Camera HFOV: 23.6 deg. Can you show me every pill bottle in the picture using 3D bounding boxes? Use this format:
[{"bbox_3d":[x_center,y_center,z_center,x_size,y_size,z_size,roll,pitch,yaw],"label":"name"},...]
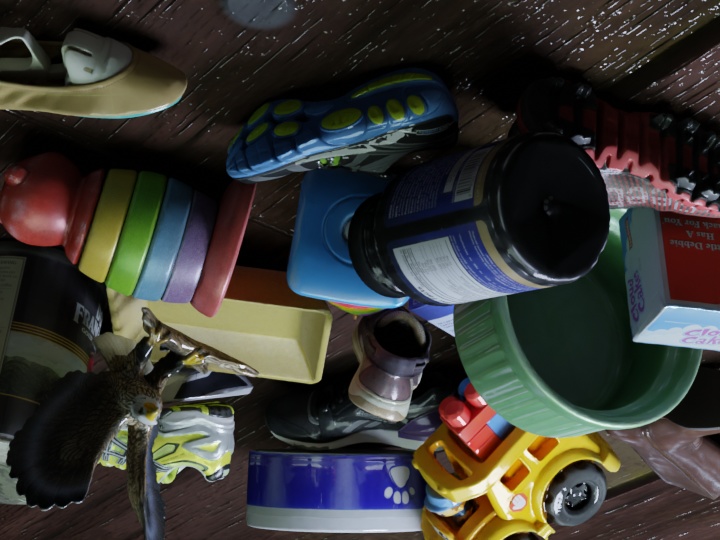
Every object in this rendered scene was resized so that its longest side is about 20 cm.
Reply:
[{"bbox_3d":[0.081,-0.033,1.283,0.112,0.112,0.200,26,159,-30],"label":"pill bottle"}]

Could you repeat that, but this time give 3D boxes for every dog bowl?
[{"bbox_3d":[-0.019,0.227,1.796,0.200,0.079,0.200,1,175,0],"label":"dog bowl"}]

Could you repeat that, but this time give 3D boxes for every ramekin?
[{"bbox_3d":[0.173,0.042,1.413,0.200,0.200,0.098,20,154,-22],"label":"ramekin"}]

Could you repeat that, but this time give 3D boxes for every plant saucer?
[{"bbox_3d":[-0.128,0.041,1.589,0.200,0.049,0.200,7,158,-2],"label":"plant saucer"}]

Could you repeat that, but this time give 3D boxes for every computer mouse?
[{"bbox_3d":[-0.199,0.110,1.699,0.200,0.044,0.110,-4,177,-36],"label":"computer mouse"}]

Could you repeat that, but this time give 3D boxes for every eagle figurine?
[{"bbox_3d":[-0.205,0.137,1.502,0.152,0.200,0.151,24,170,14],"label":"eagle figurine"}]

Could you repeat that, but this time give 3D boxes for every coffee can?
[{"bbox_3d":[-0.321,0.095,1.585,0.146,0.200,0.146,5,150,3],"label":"coffee can"}]

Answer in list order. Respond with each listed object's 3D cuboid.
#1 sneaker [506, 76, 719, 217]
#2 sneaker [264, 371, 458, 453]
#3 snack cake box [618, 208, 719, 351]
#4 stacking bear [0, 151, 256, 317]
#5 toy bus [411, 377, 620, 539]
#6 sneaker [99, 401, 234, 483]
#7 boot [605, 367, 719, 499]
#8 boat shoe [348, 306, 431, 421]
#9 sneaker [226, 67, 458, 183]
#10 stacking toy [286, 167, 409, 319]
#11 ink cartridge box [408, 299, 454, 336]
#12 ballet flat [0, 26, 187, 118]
[{"bbox_3d":[0.198,-0.080,1.318,0.200,0.071,0.098,17,148,-14],"label":"sneaker"},{"bbox_3d":[0.001,0.126,1.726,0.200,0.076,0.088,-1,132,7],"label":"sneaker"},{"bbox_3d":[0.314,0.004,1.373,0.200,0.115,0.067,7,151,-14],"label":"snack cake box"},{"bbox_3d":[-0.202,-0.040,1.432,0.200,0.114,0.121,17,148,-9],"label":"stacking bear"},{"bbox_3d":[0.120,0.189,1.662,0.200,0.136,0.192,-47,129,-1],"label":"toy bus"},{"bbox_3d":[-0.216,0.170,1.660,0.200,0.077,0.075,-5,180,23],"label":"sneaker"},{"bbox_3d":[0.351,0.172,1.721,0.186,0.064,0.200,-2,148,40],"label":"boot"},{"bbox_3d":[0.031,0.066,1.517,0.072,0.200,0.065,27,110,-3],"label":"boat shoe"},{"bbox_3d":[-0.016,-0.096,1.330,0.199,0.071,0.083,-12,139,23],"label":"sneaker"},{"bbox_3d":[0.000,0.000,1.479,0.110,0.116,0.200,8,161,3],"label":"stacking toy"},{"bbox_3d":[0.131,0.031,1.553,0.119,0.042,0.200,-23,137,39],"label":"ink cartridge box"},{"bbox_3d":[-0.231,-0.151,1.288,0.200,0.069,0.063,0,135,9],"label":"ballet flat"}]
